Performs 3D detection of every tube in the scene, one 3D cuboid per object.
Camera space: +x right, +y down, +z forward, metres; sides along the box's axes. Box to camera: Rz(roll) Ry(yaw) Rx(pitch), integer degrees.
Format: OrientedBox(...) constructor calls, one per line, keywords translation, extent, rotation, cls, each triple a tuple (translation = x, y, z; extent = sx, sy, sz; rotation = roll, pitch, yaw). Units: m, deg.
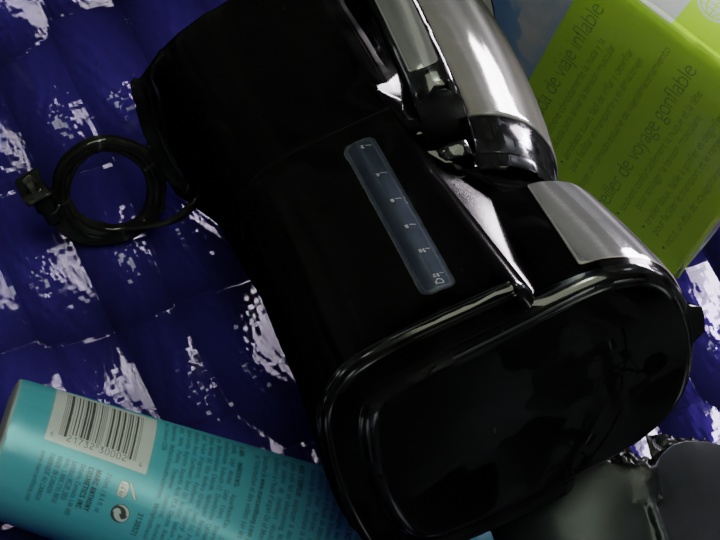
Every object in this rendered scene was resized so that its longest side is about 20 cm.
OrientedBox(translation=(-0.039, 0.094, 0.870), extent=(0.199, 0.050, 0.078), rotation=(19, 64, -8), cls="tube")

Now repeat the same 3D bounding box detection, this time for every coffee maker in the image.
OrientedBox(translation=(0.000, 0.000, 0.859), extent=(0.192, 0.135, 0.201), rotation=(-39, 45, 13), cls="coffee maker")

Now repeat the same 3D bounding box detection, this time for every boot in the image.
OrientedBox(translation=(0.071, 0.151, 0.844), extent=(0.199, 0.076, 0.169), rotation=(-11, 68, -24), cls="boot")

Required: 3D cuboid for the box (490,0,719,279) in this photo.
OrientedBox(translation=(0.078, -0.098, 0.952), extent=(0.200, 0.122, 0.048), rotation=(38, 54, 7), cls="box")
